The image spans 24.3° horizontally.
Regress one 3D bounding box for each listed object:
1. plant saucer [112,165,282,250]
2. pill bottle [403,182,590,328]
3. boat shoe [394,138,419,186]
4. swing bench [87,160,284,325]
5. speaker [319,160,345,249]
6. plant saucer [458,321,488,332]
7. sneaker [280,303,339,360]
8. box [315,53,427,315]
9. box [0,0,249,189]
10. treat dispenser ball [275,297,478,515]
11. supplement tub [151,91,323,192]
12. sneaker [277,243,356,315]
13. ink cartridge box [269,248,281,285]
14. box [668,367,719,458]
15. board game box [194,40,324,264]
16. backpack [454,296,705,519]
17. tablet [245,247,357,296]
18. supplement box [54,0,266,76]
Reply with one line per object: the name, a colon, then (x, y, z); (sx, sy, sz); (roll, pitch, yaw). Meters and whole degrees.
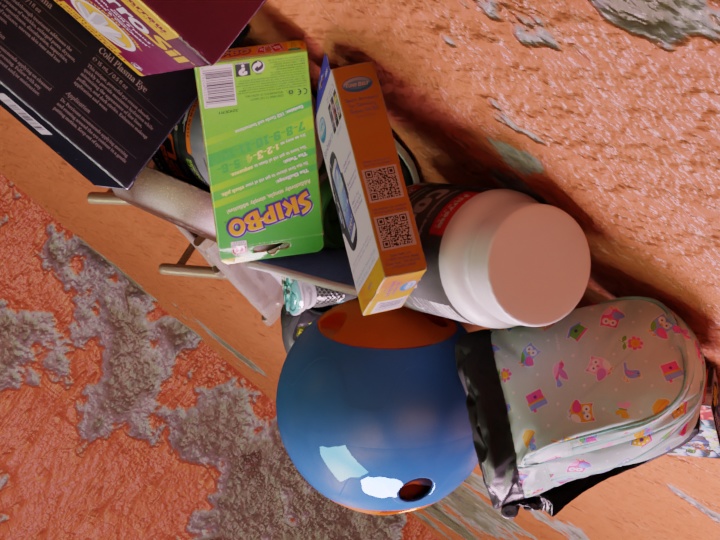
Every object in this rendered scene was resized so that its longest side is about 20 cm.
plant saucer: (-0.162, -0.058, 1.598); (0.199, 0.037, 0.200); (24, 178, 1)
pill bottle: (0.097, -0.013, 1.384); (0.114, 0.114, 0.200); (41, 167, -22)
boat shoe: (0.015, -0.075, 1.514); (0.075, 0.060, 0.200); (28, 165, 37)
swing bench: (-0.183, -0.059, 2.012); (0.199, 0.130, 0.199); (23, 162, 32)
speaker: (-0.078, -0.087, 1.678); (0.200, 0.089, 0.088); (26, 164, 42)
plant saucer: (0.115, 0.087, 1.616); (0.199, 0.032, 0.201); (9, 123, 14)
sneaker: (-0.004, 0.037, 1.760); (0.074, 0.200, 0.085); (9, 123, 45)
box: (0.004, -0.075, 1.358); (0.119, 0.041, 0.201); (119, 140, -73)
box: (-0.234, -0.202, 1.448); (0.200, 0.182, 0.104); (42, 168, -22)
treat dispenser ball: (0.022, 0.121, 1.527); (0.200, 0.201, 0.201); (35, 168, 8)
supplement tub: (-0.126, -0.131, 1.557); (0.122, 0.123, 0.200); (43, 167, -28)
sneaker: (-0.040, -0.026, 1.735); (0.201, 0.091, 0.078); (-101, 12, -49)
ink cartridge box: (-0.032, -0.001, 1.886); (0.144, 0.084, 0.200); (26, 165, 42)
box: (0.226, 0.124, 1.515); (0.199, 0.040, 0.137); (3, 155, 19)
board game box: (-0.085, -0.098, 1.435); (0.030, 0.095, 0.201); (-106, 10, -58)
backpack: (0.188, 0.103, 1.385); (0.127, 0.199, 0.168); (58, -160, -69)
tablet: (0.000, 0.000, 1.572); (0.130, 0.014, 0.199); (-13, -161, -41)
supplement box: (-0.162, -0.233, 1.312); (0.131, 0.103, 0.200); (42, 167, -20)
